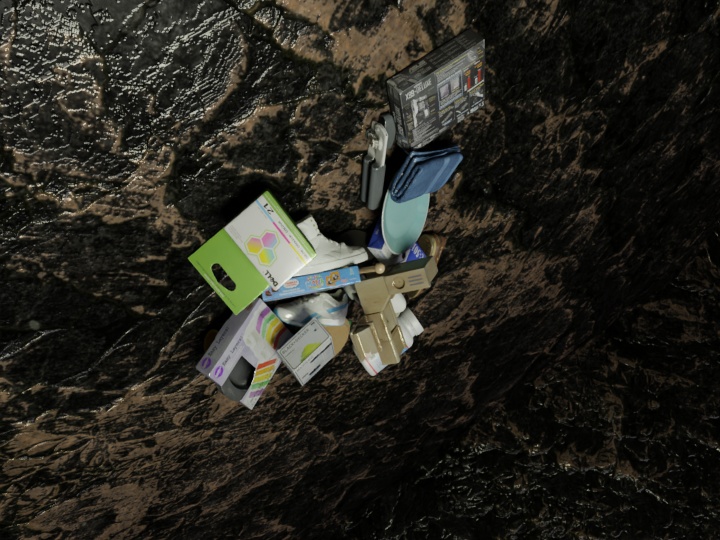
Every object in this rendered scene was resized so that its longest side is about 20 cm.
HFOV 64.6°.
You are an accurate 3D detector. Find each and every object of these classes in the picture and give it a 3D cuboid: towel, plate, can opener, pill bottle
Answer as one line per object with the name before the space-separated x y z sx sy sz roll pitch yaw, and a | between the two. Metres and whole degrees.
towel | 0.138 -0.205 1.196 0.198 0.049 0.113 -27 156 -52
plate | 0.094 -0.138 1.250 0.199 0.025 0.206 -32 130 -47
can opener | 0.037 -0.211 1.136 0.065 0.053 0.203 -22 144 -26
pill bottle | 0.080 0.198 1.625 0.198 0.109 0.109 -37 148 -1

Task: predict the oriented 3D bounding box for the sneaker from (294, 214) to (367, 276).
sneaker | -0.074 -0.058 1.147 0.196 0.119 0.073 -10 -179 -34

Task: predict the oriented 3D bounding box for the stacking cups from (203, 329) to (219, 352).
stacking cups | -0.260 0.171 1.297 0.061 0.061 0.198 -50 146 19

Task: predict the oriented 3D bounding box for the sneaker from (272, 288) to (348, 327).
sneaker | -0.116 0.083 1.335 0.196 0.076 0.083 0 108 -39

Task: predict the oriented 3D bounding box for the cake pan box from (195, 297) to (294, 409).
cake pan box | -0.245 0.180 1.239 0.202 0.051 0.185 -57 142 -21

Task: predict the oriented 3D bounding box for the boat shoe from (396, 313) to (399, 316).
boat shoe | 0.069 0.029 1.461 0.070 0.068 0.204 -5 126 -6

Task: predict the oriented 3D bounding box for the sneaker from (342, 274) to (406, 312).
sneaker | 0.034 0.071 1.394 0.197 0.081 0.071 24 117 -29

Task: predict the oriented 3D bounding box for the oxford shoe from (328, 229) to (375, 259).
oxford shoe | -0.041 -0.044 1.270 0.196 0.073 0.071 -9 168 -42

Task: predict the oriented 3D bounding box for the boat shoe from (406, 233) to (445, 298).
boat shoe | 0.171 -0.010 1.497 0.066 0.072 0.203 -10 136 -33

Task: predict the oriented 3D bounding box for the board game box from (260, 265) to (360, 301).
board game box | -0.107 0.029 1.178 0.194 0.038 0.151 -12 178 -10

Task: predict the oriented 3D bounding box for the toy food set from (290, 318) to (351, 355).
toy food set | -0.108 0.179 1.471 0.196 0.049 0.201 -11 138 -36

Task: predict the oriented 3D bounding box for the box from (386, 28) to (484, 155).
box | 0.150 -0.339 1.095 0.198 0.050 0.159 -35 147 -8

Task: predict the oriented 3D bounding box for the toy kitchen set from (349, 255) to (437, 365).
toy kitchen set | 0.086 0.107 1.236 0.176 0.205 0.163 -13 -165 27

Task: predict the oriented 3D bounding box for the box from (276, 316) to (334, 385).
box | -0.121 0.190 1.306 0.116 0.060 0.201 -41 165 -14

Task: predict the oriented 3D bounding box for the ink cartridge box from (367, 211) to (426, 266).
ink cartridge box | 0.091 -0.042 1.342 0.200 0.043 0.096 47 61 -51

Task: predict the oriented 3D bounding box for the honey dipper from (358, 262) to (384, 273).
honey dipper | 0.000 0.000 1.256 0.037 0.039 0.198 -16 -176 -29

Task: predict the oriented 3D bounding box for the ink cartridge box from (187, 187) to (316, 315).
ink cartridge box | -0.198 -0.025 1.035 0.199 0.076 0.149 -40 104 0
